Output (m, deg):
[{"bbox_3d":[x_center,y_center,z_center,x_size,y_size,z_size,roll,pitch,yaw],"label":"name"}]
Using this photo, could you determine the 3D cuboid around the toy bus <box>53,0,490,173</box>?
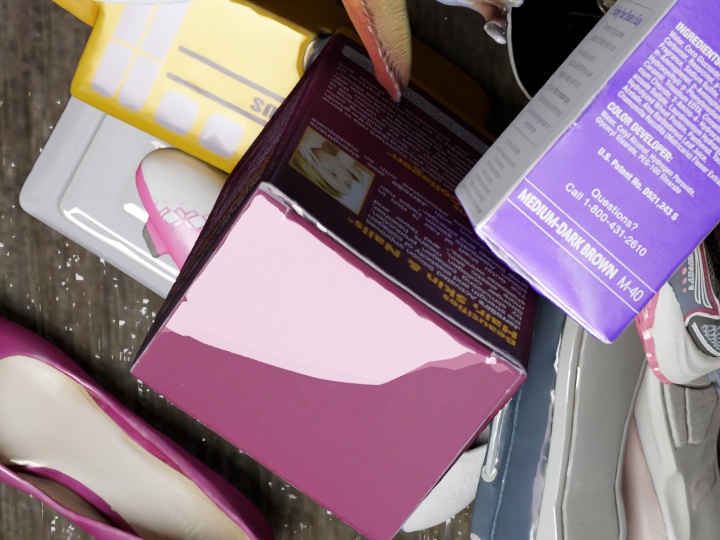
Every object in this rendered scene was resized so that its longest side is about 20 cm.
[{"bbox_3d":[-0.046,-0.085,1.146,0.199,0.065,0.079,26,113,0],"label":"toy bus"}]

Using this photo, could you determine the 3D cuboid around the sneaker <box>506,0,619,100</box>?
[{"bbox_3d":[0.104,-0.068,1.073,0.075,0.107,0.200,-28,123,23],"label":"sneaker"}]

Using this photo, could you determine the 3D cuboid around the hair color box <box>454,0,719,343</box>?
[{"bbox_3d":[0.120,-0.076,0.937,0.065,0.109,0.200,39,95,-7],"label":"hair color box"}]

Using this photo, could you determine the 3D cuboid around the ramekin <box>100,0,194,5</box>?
[{"bbox_3d":[-0.071,-0.203,0.993,0.199,0.098,0.201,-9,133,-10],"label":"ramekin"}]

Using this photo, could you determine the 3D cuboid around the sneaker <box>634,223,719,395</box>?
[{"bbox_3d":[0.151,0.002,1.081,0.074,0.200,0.081,-20,70,24],"label":"sneaker"}]

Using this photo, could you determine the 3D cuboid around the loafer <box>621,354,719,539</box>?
[{"bbox_3d":[0.121,0.107,1.198,0.063,0.072,0.201,3,109,33],"label":"loafer"}]

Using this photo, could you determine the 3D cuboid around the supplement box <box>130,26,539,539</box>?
[{"bbox_3d":[0.000,0.000,1.025,0.110,0.200,0.086,35,110,-6],"label":"supplement box"}]

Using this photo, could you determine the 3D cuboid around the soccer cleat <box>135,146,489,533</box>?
[{"bbox_3d":[-0.009,0.017,1.168,0.086,0.070,0.200,-33,107,15],"label":"soccer cleat"}]

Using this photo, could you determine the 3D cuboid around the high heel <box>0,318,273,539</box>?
[{"bbox_3d":[-0.121,0.076,1.216,0.200,0.096,0.067,44,73,-12],"label":"high heel"}]

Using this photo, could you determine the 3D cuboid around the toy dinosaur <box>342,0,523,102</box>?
[{"bbox_3d":[-0.026,-0.137,0.944,0.181,0.105,0.200,25,132,-13],"label":"toy dinosaur"}]

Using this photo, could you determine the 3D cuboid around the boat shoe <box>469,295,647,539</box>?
[{"bbox_3d":[0.075,0.056,1.128,0.062,0.075,0.201,13,105,34],"label":"boat shoe"}]

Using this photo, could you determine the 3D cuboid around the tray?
[{"bbox_3d":[-0.045,-0.013,1.209,0.199,0.022,0.108,32,119,0],"label":"tray"}]
